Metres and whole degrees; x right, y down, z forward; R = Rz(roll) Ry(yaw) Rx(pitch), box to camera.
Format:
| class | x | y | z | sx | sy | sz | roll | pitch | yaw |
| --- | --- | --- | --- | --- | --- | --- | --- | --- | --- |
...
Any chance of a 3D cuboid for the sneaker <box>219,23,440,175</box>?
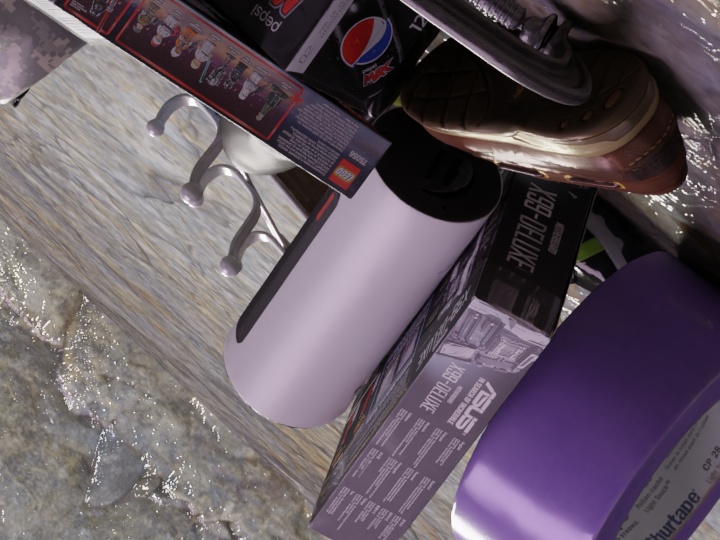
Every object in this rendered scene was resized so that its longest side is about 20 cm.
| class | x | y | z | sx | sy | sz | roll | pitch | yaw |
| --- | --- | --- | --- | --- | --- | --- | --- | --- | --- |
| sneaker | -0.032 | -0.093 | 1.621 | 0.076 | 0.091 | 0.200 | 31 | 148 | -12 |

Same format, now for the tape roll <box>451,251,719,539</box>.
| class | x | y | z | sx | sy | sz | roll | pitch | yaw |
| --- | --- | --- | --- | --- | --- | --- | --- | --- | --- |
| tape roll | 0.145 | 0.094 | 1.629 | 0.085 | 0.200 | 0.200 | 37 | 169 | 20 |

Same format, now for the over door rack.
| class | x | y | z | sx | sy | sz | roll | pitch | yaw |
| --- | --- | --- | --- | --- | --- | --- | --- | --- | --- |
| over door rack | -0.043 | -0.008 | 1.764 | 0.200 | 0.067 | 0.148 | 34 | 161 | 40 |

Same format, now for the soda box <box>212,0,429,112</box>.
| class | x | y | z | sx | sy | sz | roll | pitch | yaw |
| --- | --- | --- | --- | --- | --- | --- | --- | --- | --- |
| soda box | -0.048 | -0.163 | 1.486 | 0.063 | 0.071 | 0.200 | 24 | -165 | -45 |

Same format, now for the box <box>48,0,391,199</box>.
| class | x | y | z | sx | sy | sz | roll | pitch | yaw |
| --- | --- | --- | --- | --- | --- | --- | --- | --- | --- |
| box | -0.090 | -0.120 | 1.474 | 0.200 | 0.040 | 0.137 | 33 | -173 | -34 |

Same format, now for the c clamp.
| class | x | y | z | sx | sy | sz | roll | pitch | yaw |
| --- | --- | --- | --- | --- | --- | --- | --- | --- | --- |
| c clamp | 0.035 | -0.146 | 1.414 | 0.200 | 0.027 | 0.171 | 37 | -165 | 6 |

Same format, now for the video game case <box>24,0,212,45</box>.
| class | x | y | z | sx | sy | sz | roll | pitch | yaw |
| --- | --- | --- | --- | --- | --- | --- | --- | --- | --- |
| video game case | -0.174 | -0.180 | 1.600 | 0.200 | 0.026 | 0.181 | 34 | 167 | -31 |

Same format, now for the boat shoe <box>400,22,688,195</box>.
| class | x | y | z | sx | sy | sz | roll | pitch | yaw |
| --- | --- | --- | --- | --- | --- | --- | --- | --- | --- |
| boat shoe | 0.090 | -0.074 | 1.483 | 0.068 | 0.072 | 0.200 | 49 | 164 | -30 |

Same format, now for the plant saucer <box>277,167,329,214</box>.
| class | x | y | z | sx | sy | sz | roll | pitch | yaw |
| --- | --- | --- | --- | --- | --- | --- | --- | --- | --- |
| plant saucer | 0.003 | -0.038 | 1.897 | 0.200 | 0.029 | 0.200 | 44 | -169 | -11 |

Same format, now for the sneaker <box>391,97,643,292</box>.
| class | x | y | z | sx | sy | sz | roll | pitch | yaw |
| --- | --- | --- | --- | --- | --- | --- | --- | --- | --- |
| sneaker | 0.076 | -0.026 | 1.695 | 0.200 | 0.083 | 0.072 | 39 | 169 | 12 |

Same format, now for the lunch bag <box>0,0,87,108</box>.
| class | x | y | z | sx | sy | sz | roll | pitch | yaw |
| --- | --- | --- | --- | --- | --- | --- | --- | --- | --- |
| lunch bag | -0.221 | -0.215 | 1.740 | 0.200 | 0.168 | 0.139 | 48 | 167 | -31 |

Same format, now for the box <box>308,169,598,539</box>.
| class | x | y | z | sx | sy | sz | roll | pitch | yaw |
| --- | --- | --- | --- | --- | --- | --- | --- | --- | --- |
| box | 0.052 | 0.041 | 1.602 | 0.050 | 0.158 | 0.200 | 29 | 128 | -7 |

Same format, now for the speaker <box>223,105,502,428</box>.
| class | x | y | z | sx | sy | sz | roll | pitch | yaw |
| --- | --- | --- | --- | --- | --- | --- | --- | --- | --- |
| speaker | 0.000 | 0.000 | 1.604 | 0.081 | 0.081 | 0.200 | 40 | 135 | 4 |
